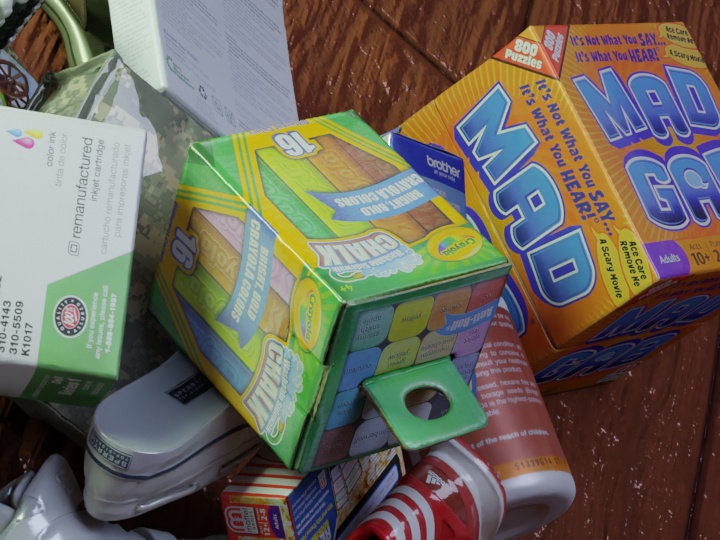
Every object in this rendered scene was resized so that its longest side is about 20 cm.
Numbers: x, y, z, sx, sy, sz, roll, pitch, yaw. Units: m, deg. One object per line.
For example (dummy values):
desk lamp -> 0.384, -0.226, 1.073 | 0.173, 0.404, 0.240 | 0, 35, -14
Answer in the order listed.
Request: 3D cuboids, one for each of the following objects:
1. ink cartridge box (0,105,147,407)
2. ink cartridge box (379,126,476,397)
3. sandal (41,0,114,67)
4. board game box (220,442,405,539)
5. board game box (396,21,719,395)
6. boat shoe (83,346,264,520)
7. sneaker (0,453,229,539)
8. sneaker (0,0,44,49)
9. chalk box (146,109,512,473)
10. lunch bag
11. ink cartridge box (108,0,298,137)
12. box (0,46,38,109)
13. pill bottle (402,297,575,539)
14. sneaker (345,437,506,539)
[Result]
ink cartridge box -> -0.227, -0.015, 1.464 | 0.199, 0.084, 0.146 | 9, 75, -13
ink cartridge box -> 0.000, 0.000, 1.737 | 0.076, 0.136, 0.201 | 17, 62, -42
sandal -> -0.173, -0.182, 1.784 | 0.080, 0.057, 0.202 | -7, 63, -52
board game box -> -0.014, 0.185, 1.595 | 0.152, 0.046, 0.201 | -46, 131, -55
board game box -> 0.153, -0.041, 1.923 | 0.199, 0.200, 0.201 | -8, 68, -51
boat shoe -> -0.091, 0.085, 1.539 | 0.073, 0.066, 0.200 | 36, 35, 26
sneaker -> -0.145, 0.158, 1.525 | 0.200, 0.075, 0.115 | -20, 80, -50
sneaker -> -0.257, -0.159, 1.599 | 0.081, 0.075, 0.200 | 48, 35, 7
chalk box -> -0.007, 0.022, 1.496 | 0.124, 0.124, 0.200 | -14, 45, -39
lunch bag -> -0.157, 0.002, 1.599 | 0.164, 0.117, 0.201 | 39, 64, -23
ink cartridge box -> -0.105, -0.156, 1.802 | 0.200, 0.040, 0.201 | 40, 36, -53
box -> -0.291, -0.148, 1.640 | 0.200, 0.038, 0.137 | 53, 35, -2
pill bottle -> 0.061, 0.080, 1.794 | 0.112, 0.112, 0.201 | 4, 59, -47
sneaker -> 0.025, 0.189, 1.573 | 0.115, 0.201, 0.078 | -35, 51, -25
